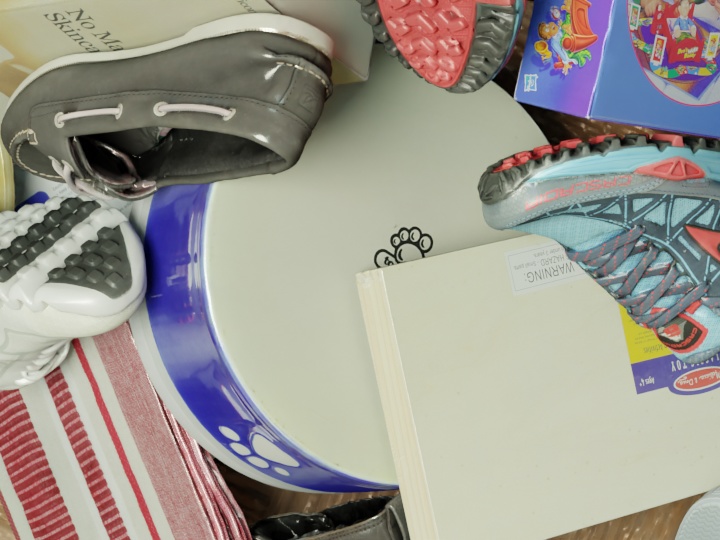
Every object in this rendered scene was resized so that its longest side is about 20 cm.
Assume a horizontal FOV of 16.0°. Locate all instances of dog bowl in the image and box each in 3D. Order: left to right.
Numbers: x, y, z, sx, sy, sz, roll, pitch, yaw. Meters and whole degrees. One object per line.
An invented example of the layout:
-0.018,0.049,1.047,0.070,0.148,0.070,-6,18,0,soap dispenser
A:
0.000,0.000,1.150,0.079,0.200,0.200,-9,92,60,dog bowl

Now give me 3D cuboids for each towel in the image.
-0.122,0.102,1.229,0.200,0.023,0.144,-26,85,56,towel

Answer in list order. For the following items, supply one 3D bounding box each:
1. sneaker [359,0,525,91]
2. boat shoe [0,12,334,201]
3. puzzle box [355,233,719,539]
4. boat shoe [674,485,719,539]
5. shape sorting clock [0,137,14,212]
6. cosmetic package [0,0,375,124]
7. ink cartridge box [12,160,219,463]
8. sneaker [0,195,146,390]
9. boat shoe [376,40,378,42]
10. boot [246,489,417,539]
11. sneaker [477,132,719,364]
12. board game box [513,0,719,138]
0.053,-0.165,1.011,0.079,0.096,0.200,25,132,30,sneaker
-0.090,-0.057,1.065,0.200,0.067,0.057,-14,58,46,boat shoe
0.099,0.046,1.141,0.025,0.200,0.133,-12,90,59,puzzle box
0.165,0.183,1.179,0.072,0.062,0.200,33,122,31,boat shoe
-0.244,-0.055,1.280,0.200,0.039,0.200,14,114,35,shape sorting clock
-0.099,-0.120,1.088,0.200,0.105,0.071,-5,65,34,cosmetic package
-0.117,0.006,1.266,0.099,0.039,0.200,-32,83,16,ink cartridge box
-0.152,0.014,1.160,0.200,0.075,0.081,4,124,54,sneaker
-0.078,-0.100,1.225,0.202,0.065,0.074,2,77,-7,boat shoe
0.000,0.187,1.187,0.200,0.069,0.174,-29,99,44,boot
0.141,-0.008,1.112,0.079,0.200,0.096,-8,79,60,sneaker
0.163,-0.124,1.094,0.045,0.200,0.135,19,100,47,board game box
